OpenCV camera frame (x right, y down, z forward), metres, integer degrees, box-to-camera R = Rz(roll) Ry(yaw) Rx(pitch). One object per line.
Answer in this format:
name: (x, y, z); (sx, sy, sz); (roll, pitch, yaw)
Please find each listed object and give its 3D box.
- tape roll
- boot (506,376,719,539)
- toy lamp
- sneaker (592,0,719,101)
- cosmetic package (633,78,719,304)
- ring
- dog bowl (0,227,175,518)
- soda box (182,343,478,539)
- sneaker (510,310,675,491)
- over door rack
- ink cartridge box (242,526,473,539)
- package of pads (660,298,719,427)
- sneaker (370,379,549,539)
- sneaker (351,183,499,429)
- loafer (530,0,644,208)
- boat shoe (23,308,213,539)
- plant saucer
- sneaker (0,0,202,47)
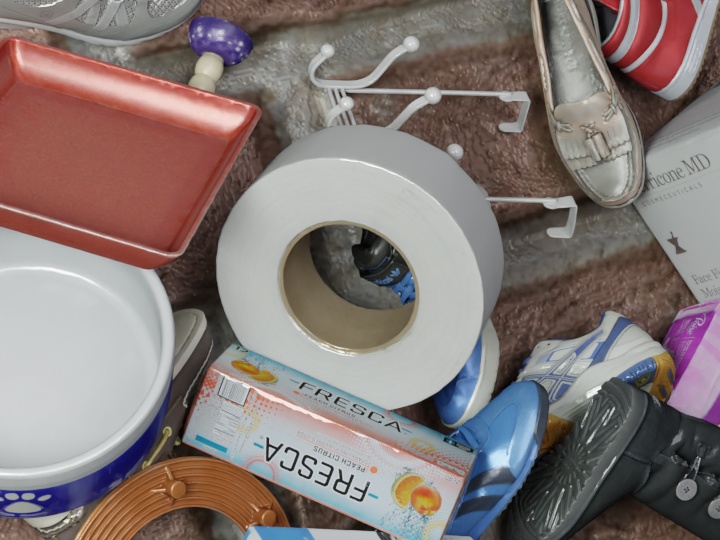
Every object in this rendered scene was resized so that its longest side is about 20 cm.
tape roll: (0.000, 0.000, 1.342); (0.203, 0.202, 0.071); (50, 28, -10)
boot: (0.237, 0.185, 1.461); (0.200, 0.066, 0.165); (25, 113, -30)
toy lamp: (-0.136, -0.091, 1.374); (0.058, 0.058, 0.201); (25, 69, -20)
sneaker: (0.253, -0.257, 1.597); (0.112, 0.071, 0.201); (23, 72, -25)
cosmetic package: (0.356, -0.064, 1.557); (0.165, 0.165, 0.200); (-39, 97, -27)
ring: (-0.122, 0.230, 1.301); (0.200, 0.019, 0.201); (-6, 99, -38)
dog bowl: (-0.224, 0.060, 1.242); (0.199, 0.079, 0.201); (3, 61, -5)
soda box: (-0.021, 0.125, 1.325); (0.200, 0.068, 0.064); (24, 107, 6)
sneaker: (0.148, 0.104, 1.480); (0.200, 0.075, 0.088); (-26, 48, -14)
over door rack: (0.069, -0.110, 1.438); (0.199, 0.067, 0.148); (10, 40, -25)
ink cartridge box: (-0.007, 0.260, 1.294); (0.200, 0.084, 0.145); (8, 118, -37)
package of pads: (0.327, 0.130, 1.553); (0.200, 0.076, 0.121); (39, 65, -15)
sneaker: (0.063, 0.158, 1.380); (0.078, 0.066, 0.200); (33, 97, -20)
sneaker: (0.043, 0.020, 1.429); (0.111, 0.077, 0.201); (10, 73, -29)
loafer: (0.178, -0.148, 1.529); (0.063, 0.072, 0.201); (11, 62, -70)
boat shoe: (-0.162, 0.114, 1.314); (0.060, 0.072, 0.200); (54, 54, -30)
plant saucer: (-0.189, -0.077, 1.278); (0.199, 0.037, 0.200); (16, 37, 5)
sneaker: (-0.199, -0.207, 1.350); (0.199, 0.082, 0.075); (-7, 83, -28)
